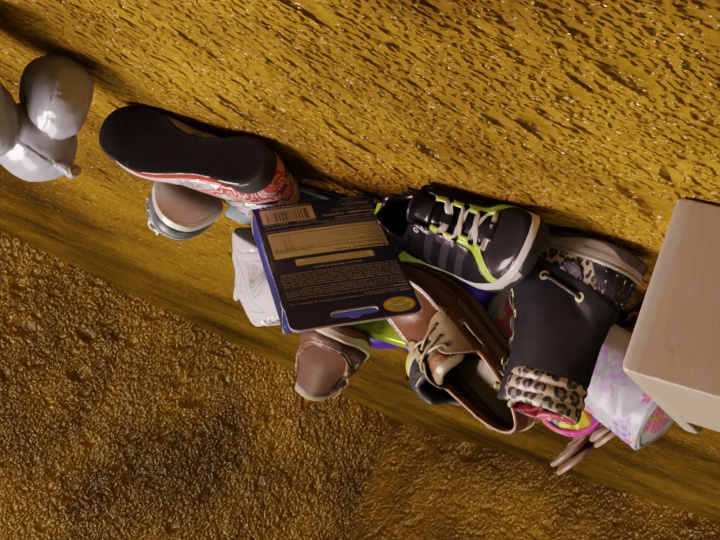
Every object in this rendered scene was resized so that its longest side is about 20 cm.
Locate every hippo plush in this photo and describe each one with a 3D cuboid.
[{"bbox_3d":[-0.320,-0.129,1.195,0.160,0.201,0.159,17,-165,-28],"label":"hippo plush"}]

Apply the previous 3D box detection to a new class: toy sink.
[{"bbox_3d":[0.285,0.052,0.975,0.111,0.131,0.200,15,168,31],"label":"toy sink"}]

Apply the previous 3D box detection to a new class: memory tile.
[{"bbox_3d":[0.280,0.160,1.463,0.017,0.153,0.200,52,-164,7],"label":"memory tile"}]

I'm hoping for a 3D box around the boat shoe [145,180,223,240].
[{"bbox_3d":[-0.183,-0.062,1.358,0.072,0.062,0.200,25,-162,-12],"label":"boat shoe"}]

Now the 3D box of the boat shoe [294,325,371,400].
[{"bbox_3d":[-0.033,0.097,1.354,0.074,0.075,0.202,21,169,5],"label":"boat shoe"}]

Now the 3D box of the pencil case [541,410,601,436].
[{"bbox_3d":[0.238,0.123,1.451,0.088,0.089,0.200,19,-171,12],"label":"pencil case"}]

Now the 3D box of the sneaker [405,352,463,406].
[{"bbox_3d":[0.141,0.104,1.321,0.198,0.075,0.085,-8,-163,10],"label":"sneaker"}]

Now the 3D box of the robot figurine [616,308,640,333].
[{"bbox_3d":[0.294,0.078,1.319,0.144,0.059,0.200,28,169,-19],"label":"robot figurine"}]

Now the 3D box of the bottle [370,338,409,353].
[{"bbox_3d":[0.014,0.044,1.450,0.198,0.066,0.084,17,-154,-4],"label":"bottle"}]

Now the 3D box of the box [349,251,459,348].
[{"bbox_3d":[0.000,0.000,1.348,0.199,0.123,0.048,16,171,31],"label":"box"}]

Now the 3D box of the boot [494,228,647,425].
[{"bbox_3d":[0.140,0.041,1.164,0.073,0.155,0.203,29,168,-40],"label":"boot"}]

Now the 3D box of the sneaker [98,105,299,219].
[{"bbox_3d":[-0.155,-0.099,1.311,0.200,0.068,0.108,14,166,26],"label":"sneaker"}]

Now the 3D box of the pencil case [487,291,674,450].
[{"bbox_3d":[0.210,0.075,1.239,0.200,0.091,0.083,39,176,29],"label":"pencil case"}]

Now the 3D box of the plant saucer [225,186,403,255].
[{"bbox_3d":[-0.042,-0.050,1.326,0.199,0.070,0.019,21,135,34],"label":"plant saucer"}]

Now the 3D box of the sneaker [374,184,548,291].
[{"bbox_3d":[0.076,-0.032,1.153,0.082,0.072,0.199,28,169,-30],"label":"sneaker"}]

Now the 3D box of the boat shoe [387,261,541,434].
[{"bbox_3d":[0.087,0.071,1.218,0.200,0.076,0.074,40,-147,12],"label":"boat shoe"}]

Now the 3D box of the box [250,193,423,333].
[{"bbox_3d":[-0.024,0.000,1.204,0.120,0.033,0.201,-8,-146,-10],"label":"box"}]

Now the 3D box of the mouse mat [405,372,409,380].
[{"bbox_3d":[0.135,0.086,1.430,0.159,0.008,0.200,-3,158,-6],"label":"mouse mat"}]

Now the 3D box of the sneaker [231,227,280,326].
[{"bbox_3d":[-0.072,0.022,1.291,0.070,0.081,0.200,1,-161,-25],"label":"sneaker"}]

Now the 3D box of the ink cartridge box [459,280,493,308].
[{"bbox_3d":[0.116,0.019,1.447,0.197,0.044,0.200,19,169,17],"label":"ink cartridge box"}]
